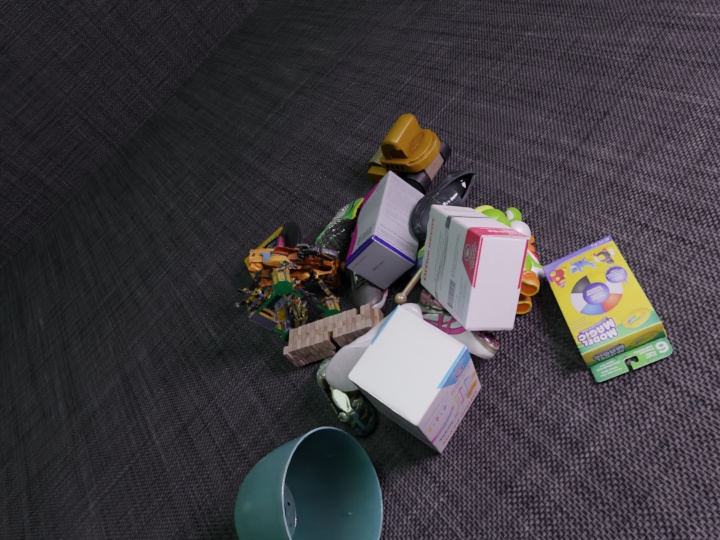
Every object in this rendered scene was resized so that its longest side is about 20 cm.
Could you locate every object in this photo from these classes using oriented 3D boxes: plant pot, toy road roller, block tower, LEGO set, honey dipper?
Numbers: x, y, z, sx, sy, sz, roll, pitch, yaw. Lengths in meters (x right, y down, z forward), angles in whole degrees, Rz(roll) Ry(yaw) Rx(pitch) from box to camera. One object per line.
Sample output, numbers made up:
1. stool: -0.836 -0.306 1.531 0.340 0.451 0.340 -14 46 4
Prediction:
1. plant pot: -0.090 0.350 0.854 0.160 0.200 0.203 -27 41 36
2. toy road roller: 0.088 -0.265 1.269 0.199 0.146 0.124 18 67 46
3. block tower: -0.050 0.124 1.107 0.198 0.054 0.058 -21 44 18
4. LEGO set: -0.143 0.053 1.165 0.154 0.198 0.117 -50 36 23
5. honey dipper: 0.124 -0.022 1.034 0.201 0.038 0.038 -52 39 5

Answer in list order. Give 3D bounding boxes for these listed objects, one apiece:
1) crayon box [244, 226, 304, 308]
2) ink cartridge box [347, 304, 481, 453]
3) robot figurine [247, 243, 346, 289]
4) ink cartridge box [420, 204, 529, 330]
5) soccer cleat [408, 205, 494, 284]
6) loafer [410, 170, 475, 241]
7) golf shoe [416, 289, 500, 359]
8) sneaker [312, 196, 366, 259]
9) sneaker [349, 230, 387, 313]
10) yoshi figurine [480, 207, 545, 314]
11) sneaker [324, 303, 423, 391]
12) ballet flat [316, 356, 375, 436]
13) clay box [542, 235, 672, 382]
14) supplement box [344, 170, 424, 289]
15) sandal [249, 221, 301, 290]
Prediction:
1. crayon box: -0.200 -0.018 1.367 0.125 0.052 0.200 -41 39 2
2. ink cartridge box: 0.091 0.170 0.865 0.124 0.200 0.129 29 75 31
3. robot figurine: -0.124 -0.002 1.200 0.197 0.145 0.059 2 64 11
4. ink cartridge box: 0.173 -0.011 0.924 0.200 0.083 0.147 -128 42 -66
5. soccer cleat: 0.166 -0.058 1.090 0.200 0.065 0.084 -42 37 2
6. loafer: 0.162 -0.133 1.123 0.070 0.068 0.201 -19 25 50
7. golf shoe: 0.151 0.108 0.961 0.093 0.072 0.200 -61 33 3
8. sneaker: -0.036 -0.089 1.271 0.085 0.079 0.200 -2 34 51
9. sneaker: 0.000 0.000 1.161 0.076 0.082 0.202 -26 43 19
10. yoshi figurine: 0.238 -0.031 0.977 0.112 0.112 0.202 -25 40 29
11. sneaker: 0.028 0.129 0.982 0.199 0.076 0.088 -39 2 10
12. ballet flat: -0.037 0.206 1.025 0.074 0.074 0.200 -45 39 -2
13. clay box: 0.356 0.053 0.848 0.114 0.048 0.202 -28 42 18
14. supplement box: 0.052 -0.081 1.134 0.101 0.103 0.202 -41 26 43
15. sandal: -0.195 -0.031 1.298 0.074 0.045 0.202 6 60 42
